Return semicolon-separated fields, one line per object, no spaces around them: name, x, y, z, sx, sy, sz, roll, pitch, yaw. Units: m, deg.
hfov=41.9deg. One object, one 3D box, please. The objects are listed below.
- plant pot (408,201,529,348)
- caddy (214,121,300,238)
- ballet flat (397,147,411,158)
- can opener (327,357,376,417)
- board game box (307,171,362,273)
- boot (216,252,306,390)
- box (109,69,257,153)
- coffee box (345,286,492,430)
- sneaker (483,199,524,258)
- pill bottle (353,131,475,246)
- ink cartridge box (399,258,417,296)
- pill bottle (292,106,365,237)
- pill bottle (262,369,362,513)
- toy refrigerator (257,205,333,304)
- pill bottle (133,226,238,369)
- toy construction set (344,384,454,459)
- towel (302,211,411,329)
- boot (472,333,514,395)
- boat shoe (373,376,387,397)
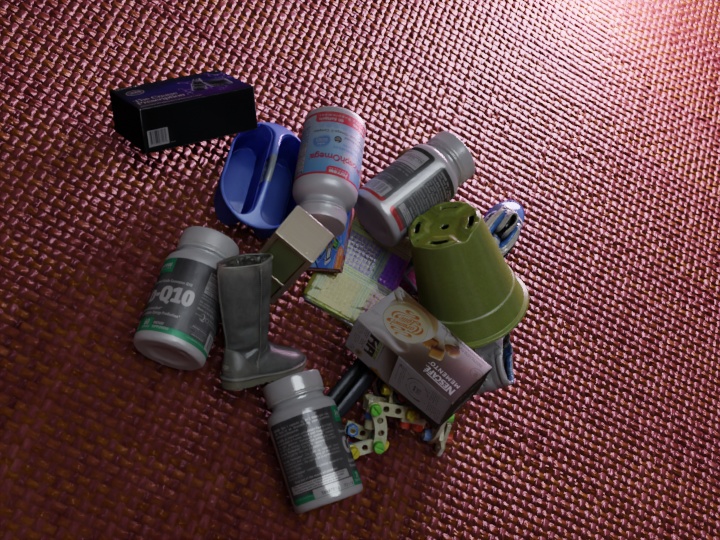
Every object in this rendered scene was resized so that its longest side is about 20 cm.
plant pot;0.163;-0.006;1.558;0.200;0.199;0.191;-47;133;-31
caddy;-0.165;-0.153;1.581;0.141;0.105;0.201;20;63;-17
ballet flat;0.122;-0.155;1.709;0.068;0.072;0.201;-22;67;0
can opener;0.006;0.168;1.550;0.200;0.063;0.079;-52;124;-25
board game box;-0.063;-0.090;1.622;0.102;0.019;0.201;3;64;17
boot;-0.152;0.071;1.452;0.181;0.072;0.201;-13;104;-52
box;-0.291;-0.265;1.545;0.199;0.141;0.079;-18;118;-29
coffee box;0.090;0.136;1.477;0.200;0.080;0.114;42;49;17
sneaker;0.269;-0.081;1.724;0.081;0.146;0.200;47;60;-1
pill bottle;0.093;-0.142;1.601;0.200;0.114;0.114;-39;88;-19
ink cartridge box;0.065;-0.064;1.690;0.200;0.042;0.119;48;59;1
pill bottle;-0.053;-0.160;1.545;0.108;0.109;0.201;15;63;-18
pill bottle;-0.078;0.263;1.453;0.113;0.113;0.201;-13;77;-28
toy refrigerator;-0.122;-0.019;1.494;0.076;0.200;0.070;40;60;-6
pill bottle;-0.263;0.041;1.450;0.113;0.113;0.201;24;62;-14
toy construction set;0.074;0.249;1.521;0.199;0.092;0.132;10;96;-27
towel;0.000;0.000;1.619;0.143;0.023;0.201;29;73;-6
boot;0.220;0.113;1.646;0.073;0.095;0.201;9;68;-52
boat shoe;0.104;0.148;1.608;0.073;0.063;0.200;48;59;0
